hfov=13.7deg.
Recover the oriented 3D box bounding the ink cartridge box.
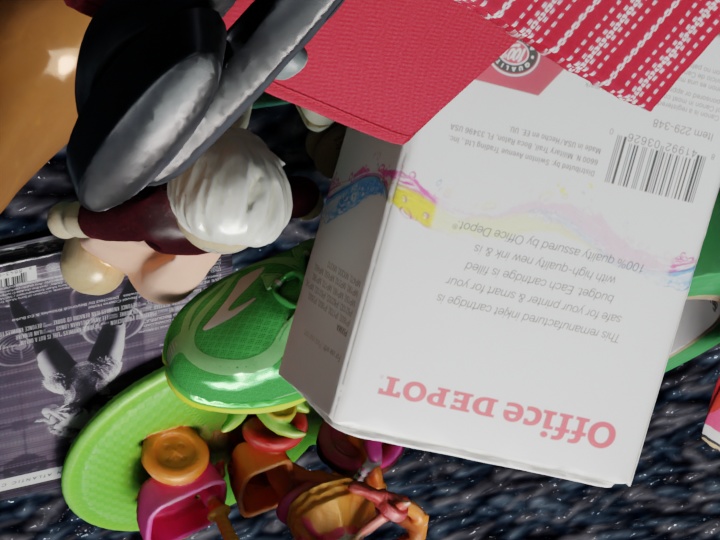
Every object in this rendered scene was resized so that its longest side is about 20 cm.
[{"bbox_3d":[0.065,-0.024,1.271,0.147,0.086,0.201,14,99,-22],"label":"ink cartridge box"}]

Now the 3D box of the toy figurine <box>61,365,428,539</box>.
[{"bbox_3d":[-0.025,0.145,1.500,0.200,0.184,0.150,-16,147,-19],"label":"toy figurine"}]

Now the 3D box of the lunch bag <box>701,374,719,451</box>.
[{"bbox_3d":[0.248,0.020,1.494,0.200,0.082,0.176,-42,161,-42],"label":"lunch bag"}]

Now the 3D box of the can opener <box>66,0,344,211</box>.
[{"bbox_3d":[-0.025,-0.100,0.992,0.063,0.079,0.200,30,113,-37],"label":"can opener"}]

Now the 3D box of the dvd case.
[{"bbox_3d":[-0.135,0.044,1.478,0.148,0.016,0.200,-13,145,-11],"label":"dvd case"}]

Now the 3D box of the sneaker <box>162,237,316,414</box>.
[{"bbox_3d":[0.000,0.000,1.353,0.200,0.074,0.084,-22,153,-5],"label":"sneaker"}]

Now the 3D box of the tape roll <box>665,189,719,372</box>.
[{"bbox_3d":[0.106,0.024,1.485,0.200,0.048,0.200,-19,165,-5],"label":"tape roll"}]

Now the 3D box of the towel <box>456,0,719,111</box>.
[{"bbox_3d":[0.097,-0.136,1.017,0.145,0.022,0.200,-49,149,10],"label":"towel"}]

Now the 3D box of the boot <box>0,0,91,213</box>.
[{"bbox_3d":[-0.158,-0.031,1.132,0.200,0.155,0.077,-30,117,26],"label":"boot"}]

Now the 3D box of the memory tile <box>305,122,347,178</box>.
[{"bbox_3d":[0.086,-0.089,1.387,0.200,0.017,0.153,-37,147,24],"label":"memory tile"}]

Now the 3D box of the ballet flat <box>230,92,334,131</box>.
[{"bbox_3d":[-0.044,-0.087,1.291,0.199,0.071,0.067,-10,144,-14],"label":"ballet flat"}]

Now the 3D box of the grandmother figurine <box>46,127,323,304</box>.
[{"bbox_3d":[-0.072,-0.022,1.301,0.121,0.061,0.200,-17,179,-16],"label":"grandmother figurine"}]

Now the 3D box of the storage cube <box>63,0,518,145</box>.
[{"bbox_3d":[-0.006,-0.184,1.087,0.200,0.171,0.180,19,129,-41],"label":"storage cube"}]
